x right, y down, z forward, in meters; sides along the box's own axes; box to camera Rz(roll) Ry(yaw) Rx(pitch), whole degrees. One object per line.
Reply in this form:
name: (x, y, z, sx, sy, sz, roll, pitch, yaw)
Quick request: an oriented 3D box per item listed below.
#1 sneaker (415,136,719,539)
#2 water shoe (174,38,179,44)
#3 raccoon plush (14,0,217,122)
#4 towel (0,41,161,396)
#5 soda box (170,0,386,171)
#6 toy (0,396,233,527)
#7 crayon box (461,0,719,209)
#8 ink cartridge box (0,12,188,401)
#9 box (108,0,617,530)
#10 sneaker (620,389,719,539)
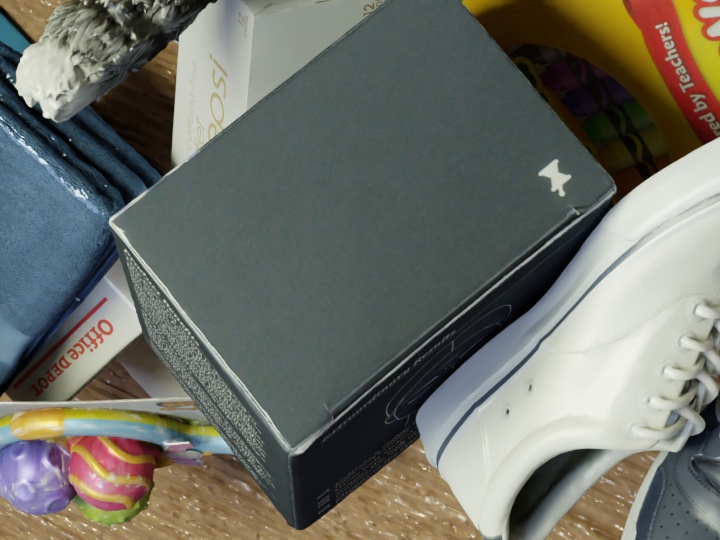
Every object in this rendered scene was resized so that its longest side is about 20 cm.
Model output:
sneaker: (0.103, 0.028, 0.996, 0.200, 0.073, 0.071, -47, 60, 33)
water shoe: (-0.118, -0.166, 1.151, 0.071, 0.079, 0.201, -16, 112, 42)
raccoon plush: (-0.081, -0.170, 1.050, 0.134, 0.200, 0.097, 49, 161, 6)
towel: (-0.171, -0.014, 1.227, 0.112, 0.049, 0.200, 43, 136, -2)
soda box: (-0.038, -0.049, 1.176, 0.068, 0.063, 0.201, 53, 149, 41)
toy: (-0.106, 0.088, 1.262, 0.198, 0.048, 0.115, -6, 163, 3)
crayon box: (0.121, -0.071, 1.042, 0.199, 0.051, 0.127, -19, 117, 34)
ink cartridge box: (-0.146, -0.010, 1.296, 0.200, 0.068, 0.116, 46, 136, -3)
box: (0.000, 0.000, 1.047, 0.107, 0.148, 0.200, 50, 171, 9)
sneaker: (0.168, 0.044, 0.994, 0.070, 0.200, 0.109, 41, 161, 9)
